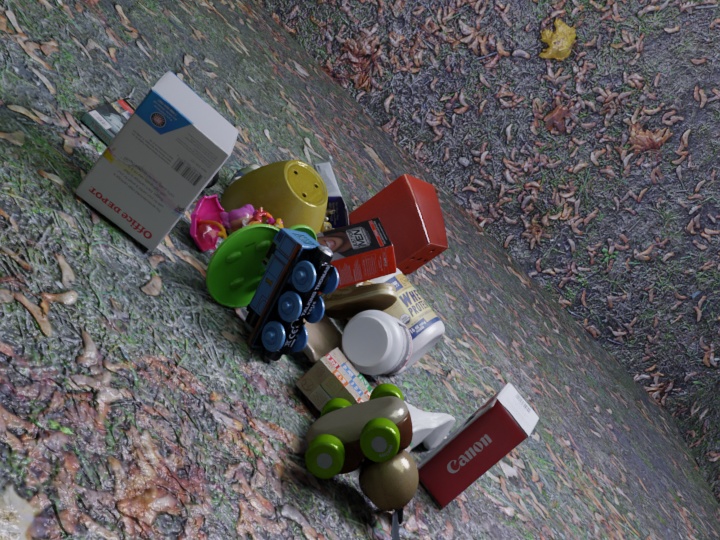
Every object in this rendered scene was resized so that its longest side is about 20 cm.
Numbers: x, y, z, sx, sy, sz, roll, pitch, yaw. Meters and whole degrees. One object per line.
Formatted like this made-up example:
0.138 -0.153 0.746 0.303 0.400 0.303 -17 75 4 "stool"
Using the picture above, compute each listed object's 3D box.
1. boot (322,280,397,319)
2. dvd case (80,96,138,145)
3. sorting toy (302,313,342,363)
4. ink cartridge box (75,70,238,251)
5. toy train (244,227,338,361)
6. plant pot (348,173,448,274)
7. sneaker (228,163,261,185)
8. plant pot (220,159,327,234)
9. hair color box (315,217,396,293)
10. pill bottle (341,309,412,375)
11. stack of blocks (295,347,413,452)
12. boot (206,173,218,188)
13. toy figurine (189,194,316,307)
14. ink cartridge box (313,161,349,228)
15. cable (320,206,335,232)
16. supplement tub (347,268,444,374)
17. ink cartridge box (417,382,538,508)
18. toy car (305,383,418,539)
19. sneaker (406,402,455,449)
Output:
0.000 0.000 1.569 0.072 0.198 0.159 18 69 -31 "boot"
-0.405 -0.243 1.527 0.146 0.022 0.200 44 16 -9 "dvd case"
-0.110 0.081 1.496 0.186 0.036 0.200 50 13 11 "sorting toy"
-0.306 -0.168 1.294 0.147 0.200 0.145 39 16 -17 "ink cartridge box"
-0.113 0.038 1.320 0.114 0.203 0.086 38 17 33 "toy train"
0.113 -0.103 2.172 0.199 0.198 0.179 7 52 -63 "plant pot"
-0.191 -0.119 1.703 0.202 0.067 0.090 53 33 5 "sneaker"
-0.140 -0.122 1.583 0.198 0.141 0.203 29 41 -29 "plant pot"
-0.045 -0.020 1.484 0.102 0.196 0.062 -116 -168 -55 "hair color box"
0.027 0.128 1.501 0.111 0.110 0.200 50 4 13 "pill bottle"
-0.005 0.225 1.355 0.201 0.058 0.115 48 11 6 "stack of blocks"
-0.326 -0.236 1.540 0.203 0.069 0.132 64 16 -5 "boot"
-0.199 -0.064 1.399 0.184 0.197 0.152 46 -30 41 "toy figurine"
-0.057 -0.094 1.785 0.201 0.040 0.203 -112 -165 -55 "ink cartridge box"
-0.113 -0.120 1.728 0.050 0.198 0.099 -27 104 -32 "cable"
0.056 0.086 1.678 0.201 0.144 0.144 50 18 13 "supplement tub"
0.191 0.299 1.432 0.084 0.200 0.175 48 17 10 "ink cartridge box"
0.020 0.294 1.222 0.164 0.155 0.204 -64 136 -76 "toy car"
0.100 0.267 1.520 0.088 0.076 0.199 42 14 29 "sneaker"
